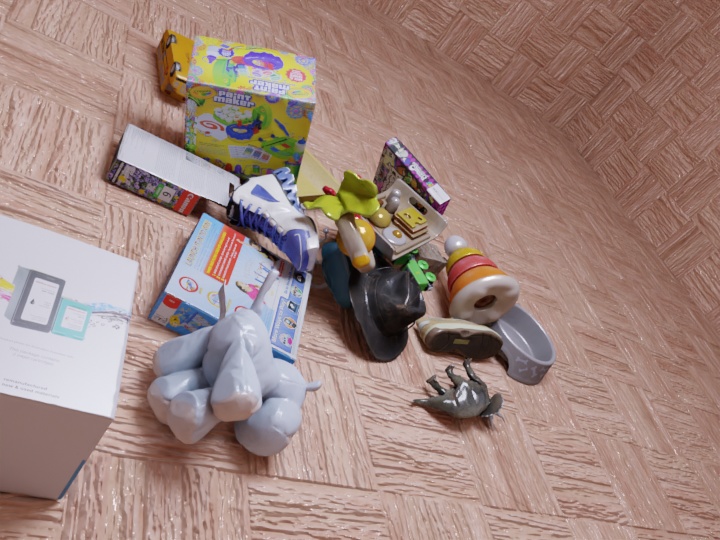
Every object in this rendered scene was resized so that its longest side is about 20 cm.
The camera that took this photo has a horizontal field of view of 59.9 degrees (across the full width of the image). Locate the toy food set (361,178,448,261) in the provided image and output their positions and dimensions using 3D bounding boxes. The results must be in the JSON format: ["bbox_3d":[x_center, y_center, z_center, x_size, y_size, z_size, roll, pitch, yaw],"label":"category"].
[{"bbox_3d":[0.064,-0.106,1.171,0.143,0.060,0.200,44,39,17],"label":"toy food set"}]

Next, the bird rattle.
[{"bbox_3d":[-0.022,-0.073,1.003,0.200,0.112,0.163,132,-62,-87],"label":"bird rattle"}]

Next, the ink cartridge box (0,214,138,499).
[{"bbox_3d":[-0.315,0.080,0.592,0.146,0.147,0.200,22,34,-28],"label":"ink cartridge box"}]

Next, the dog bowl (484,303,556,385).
[{"bbox_3d":[0.332,0.145,1.333,0.200,0.059,0.200,28,33,-20],"label":"dog bowl"}]

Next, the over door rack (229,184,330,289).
[{"bbox_3d":[-0.135,-0.066,1.067,0.200,0.067,0.148,27,32,-23],"label":"over door rack"}]

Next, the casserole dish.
[{"bbox_3d":[0.000,0.000,1.104,0.200,0.039,0.121,-5,76,-61],"label":"casserole dish"}]

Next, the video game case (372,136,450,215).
[{"bbox_3d":[0.097,-0.153,1.330,0.036,0.200,0.181,-30,71,-25],"label":"video game case"}]

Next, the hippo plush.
[{"bbox_3d":[-0.147,0.137,0.756,0.161,0.159,0.200,55,31,-43],"label":"hippo plush"}]

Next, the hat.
[{"bbox_3d":[0.064,0.055,1.059,0.201,0.081,0.201,35,48,-51],"label":"hat"}]

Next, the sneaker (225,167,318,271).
[{"bbox_3d":[-0.145,-0.077,0.975,0.115,0.081,0.200,-9,53,-23],"label":"sneaker"}]

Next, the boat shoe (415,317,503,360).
[{"bbox_3d":[0.191,0.119,1.202,0.200,0.072,0.076,17,22,-37],"label":"boat shoe"}]

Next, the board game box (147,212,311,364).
[{"bbox_3d":[-0.176,0.034,0.900,0.196,0.056,0.200,31,32,-17],"label":"board game box"}]

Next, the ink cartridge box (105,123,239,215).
[{"bbox_3d":[-0.296,-0.148,1.009,0.200,0.050,0.109,25,33,-27],"label":"ink cartridge box"}]

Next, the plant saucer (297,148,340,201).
[{"bbox_3d":[-0.155,-0.198,1.227,0.200,0.048,0.200,48,30,18],"label":"plant saucer"}]

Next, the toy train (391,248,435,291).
[{"bbox_3d":[0.076,-0.038,1.194,0.056,0.042,0.200,-5,52,-37],"label":"toy train"}]

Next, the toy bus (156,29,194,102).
[{"bbox_3d":[-0.358,-0.403,1.239,0.065,0.078,0.200,17,38,-37],"label":"toy bus"}]

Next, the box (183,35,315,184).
[{"bbox_3d":[-0.190,-0.264,1.061,0.200,0.193,0.122,7,53,-13],"label":"box"}]

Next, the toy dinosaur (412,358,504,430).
[{"bbox_3d":[0.174,0.210,1.050,0.200,0.077,0.102,9,36,-47],"label":"toy dinosaur"}]

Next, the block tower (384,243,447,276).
[{"bbox_3d":[0.090,-0.034,1.293,0.200,0.054,0.058,13,41,-39],"label":"block tower"}]

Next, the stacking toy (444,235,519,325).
[{"bbox_3d":[0.223,0.000,1.276,0.146,0.146,0.200,16,40,-36],"label":"stacking toy"}]
